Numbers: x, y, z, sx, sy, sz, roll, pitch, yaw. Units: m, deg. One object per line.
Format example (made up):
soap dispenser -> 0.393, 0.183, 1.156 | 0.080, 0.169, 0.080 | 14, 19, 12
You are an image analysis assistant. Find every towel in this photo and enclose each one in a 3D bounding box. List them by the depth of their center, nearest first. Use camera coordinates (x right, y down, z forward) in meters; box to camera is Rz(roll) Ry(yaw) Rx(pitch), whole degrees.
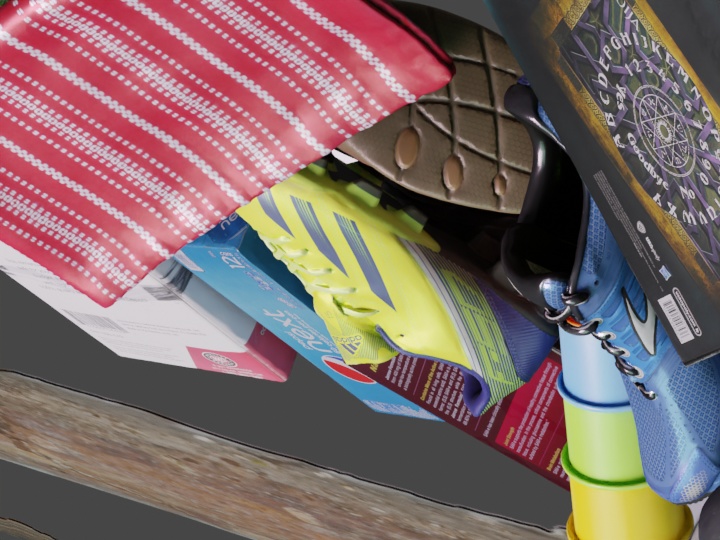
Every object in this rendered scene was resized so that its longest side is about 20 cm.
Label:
towel -> -0.079, -0.065, 0.769 | 0.200, 0.023, 0.144 | -32, 134, 25

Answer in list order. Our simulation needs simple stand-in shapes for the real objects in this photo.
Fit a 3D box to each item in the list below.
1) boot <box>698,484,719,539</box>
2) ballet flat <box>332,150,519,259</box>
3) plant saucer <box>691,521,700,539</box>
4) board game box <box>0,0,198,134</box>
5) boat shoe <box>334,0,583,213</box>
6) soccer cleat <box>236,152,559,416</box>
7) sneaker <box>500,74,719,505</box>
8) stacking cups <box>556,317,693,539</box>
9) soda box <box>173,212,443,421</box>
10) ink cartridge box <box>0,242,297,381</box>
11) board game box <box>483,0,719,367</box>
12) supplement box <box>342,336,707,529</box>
boot -> 0.182, 0.050, 0.693 | 0.164, 0.066, 0.200 | -4, 156, -37
ballet flat -> 0.019, -0.050, 0.940 | 0.199, 0.057, 0.067 | 17, 122, 8
plant saucer -> 0.216, 0.087, 0.914 | 0.050, 0.200, 0.200 | 52, 172, 23
board game box -> -0.144, -0.153, 0.737 | 0.199, 0.037, 0.151 | 28, 130, -14
boat shoe -> 0.009, -0.080, 0.835 | 0.199, 0.072, 0.068 | 20, -171, 12
soccer cleat -> 0.000, 0.001, 0.882 | 0.200, 0.084, 0.065 | 31, -167, -23
sneaker -> 0.098, 0.004, 0.776 | 0.079, 0.089, 0.201 | 32, 141, 64
stacking cups -> 0.110, 0.034, 0.878 | 0.060, 0.060, 0.201 | 10, 125, 32
soda box -> -0.014, 0.008, 1.079 | 0.064, 0.068, 0.200 | 5, 155, 43
ink cartridge box -> -0.133, -0.024, 1.104 | 0.145, 0.085, 0.200 | 6, 157, 40
board game box -> 0.091, -0.075, 0.622 | 0.201, 0.028, 0.135 | 62, 159, 3
supplement box -> 0.096, 0.047, 0.992 | 0.199, 0.061, 0.109 | 29, 146, 8
